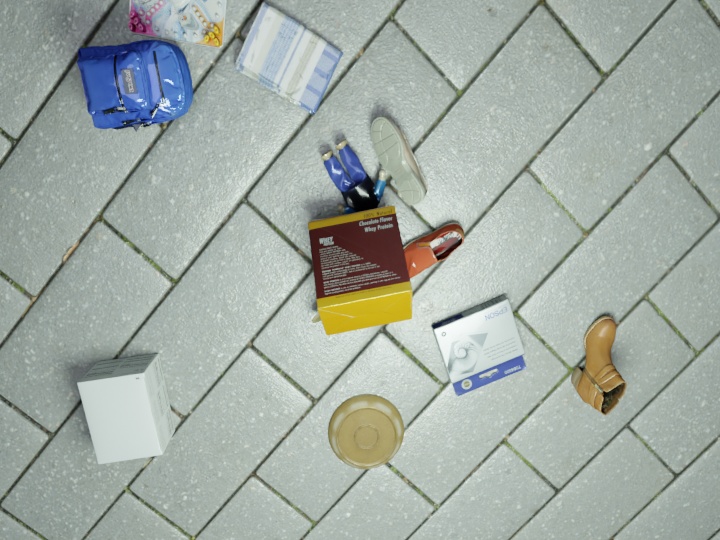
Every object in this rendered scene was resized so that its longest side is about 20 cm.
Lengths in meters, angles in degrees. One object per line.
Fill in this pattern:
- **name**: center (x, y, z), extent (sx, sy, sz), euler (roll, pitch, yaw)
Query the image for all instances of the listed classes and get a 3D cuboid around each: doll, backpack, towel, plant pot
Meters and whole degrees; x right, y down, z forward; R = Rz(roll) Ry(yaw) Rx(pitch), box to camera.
- **doll**: center (-0.003, -0.184, 1.215), extent (0.134, 0.049, 0.203), euler (-31, 103, 6)
- **backpack**: center (-0.436, -0.363, 1.089), extent (0.192, 0.169, 0.168), euler (-8, 111, -5)
- **towel**: center (-0.151, -0.442, 1.157), extent (0.196, 0.024, 0.150), euler (27, 99, -11)
- **plant pot**: center (0.015, 0.409, 1.373), extent (0.192, 0.028, 0.208), euler (-1, 103, -2)

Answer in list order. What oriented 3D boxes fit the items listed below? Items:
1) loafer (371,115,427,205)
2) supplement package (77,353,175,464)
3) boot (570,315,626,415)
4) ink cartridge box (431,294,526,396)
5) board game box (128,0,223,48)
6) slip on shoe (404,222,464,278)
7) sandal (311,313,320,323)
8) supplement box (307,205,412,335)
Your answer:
- **loafer**: center (0.087, -0.244, 1.207), extent (0.071, 0.063, 0.204), euler (-20, 104, 37)
- **supplement package**: center (-0.536, 0.318, 1.277), extent (0.150, 0.111, 0.208), euler (-7, 104, -1)
- **boot**: center (0.570, 0.221, 1.290), extent (0.075, 0.156, 0.205), euler (24, 102, -8)
- **ink cartridge box**: center (0.290, 0.190, 1.326), extent (0.194, 0.041, 0.205), euler (-22, 104, 3)
- **board game box**: center (-0.367, -0.573, 1.111), extent (0.192, 0.026, 0.207), euler (8, 104, -5)
- **slip on shoe**: center (0.151, -0.039, 1.253), extent (0.196, 0.061, 0.075), euler (-31, 105, 6)
- **sandal**: center (-0.036, 0.035, 1.268), extent (0.208, 0.078, 0.071), euler (-33, 77, -2)
- **supplement box**: center (0.000, 0.000, 1.166), extent (0.190, 0.134, 0.206), euler (-10, 61, 0)
